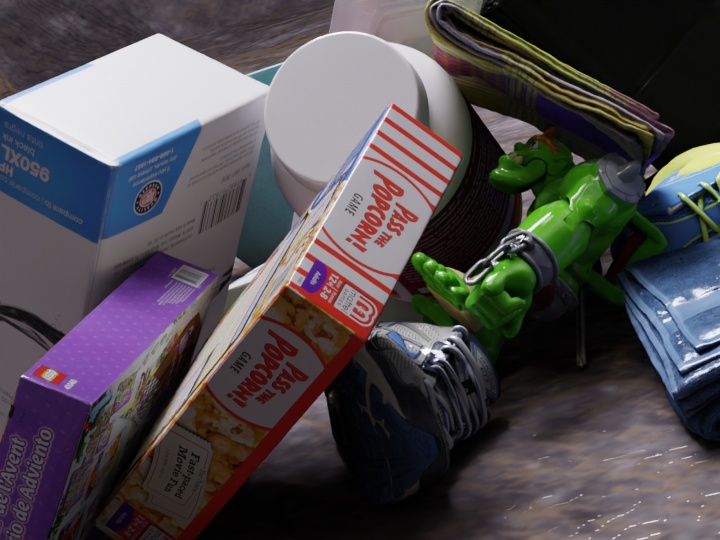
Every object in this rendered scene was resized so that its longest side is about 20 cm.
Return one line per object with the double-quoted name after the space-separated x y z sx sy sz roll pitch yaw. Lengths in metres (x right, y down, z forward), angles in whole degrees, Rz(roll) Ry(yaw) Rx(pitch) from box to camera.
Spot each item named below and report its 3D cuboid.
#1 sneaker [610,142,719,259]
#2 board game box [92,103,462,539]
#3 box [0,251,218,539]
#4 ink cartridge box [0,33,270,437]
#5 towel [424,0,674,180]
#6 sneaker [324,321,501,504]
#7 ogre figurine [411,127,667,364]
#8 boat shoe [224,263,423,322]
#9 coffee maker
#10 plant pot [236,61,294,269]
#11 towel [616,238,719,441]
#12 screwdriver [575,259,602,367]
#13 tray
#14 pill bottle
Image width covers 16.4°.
0.211 -0.030 1.378 0.105 0.076 0.200 -37 7 -29 "sneaker"
-0.040 0.033 1.191 0.200 0.046 0.152 -50 7 41 "board game box"
-0.133 0.084 1.222 0.039 0.137 0.200 21 20 7 "box"
-0.135 -0.007 1.343 0.084 0.200 0.145 27 32 22 "ink cartridge box"
0.098 -0.092 1.357 0.023 0.143 0.200 -61 -4 -4 "towel"
0.029 0.057 1.244 0.085 0.077 0.200 -13 13 -5 "sneaker"
0.092 -0.006 1.328 0.120 0.098 0.200 -41 -22 -9 "ogre figurine"
0.000 0.001 1.538 0.200 0.070 0.072 -17 15 19 "boat shoe"
0.184 -0.145 1.506 0.135 0.200 0.192 -54 9 -24 "coffee maker"
-0.037 -0.069 1.747 0.199 0.135 0.200 -17 12 4 "plant pot"
0.191 0.023 1.207 0.111 0.049 0.200 -17 12 2 "towel"
0.124 0.022 1.400 0.028 0.029 0.200 -16 21 9 "screwdriver"
0.022 -0.098 1.496 0.107 0.200 0.022 -13 46 -28 "tray"
0.017 -0.058 1.386 0.113 0.113 0.200 -16 -19 11 "pill bottle"
